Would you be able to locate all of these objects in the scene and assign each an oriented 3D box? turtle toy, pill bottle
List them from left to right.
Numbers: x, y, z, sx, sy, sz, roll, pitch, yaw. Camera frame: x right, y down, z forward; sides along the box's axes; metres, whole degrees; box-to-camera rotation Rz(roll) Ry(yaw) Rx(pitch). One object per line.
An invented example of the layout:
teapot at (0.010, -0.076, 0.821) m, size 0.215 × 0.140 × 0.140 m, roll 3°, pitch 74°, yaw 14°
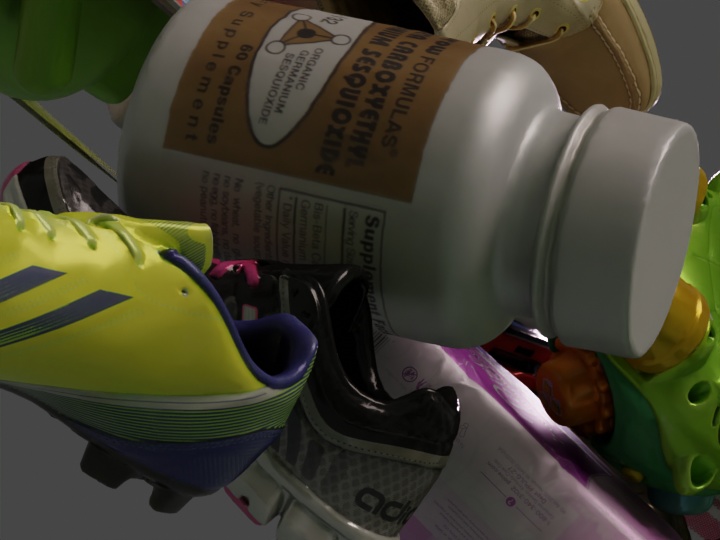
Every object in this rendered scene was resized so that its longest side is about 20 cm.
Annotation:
pill bottle at (0.020, -0.032, 0.994) m, size 0.200 × 0.115 × 0.114 m, roll 13°, pitch -2°, yaw 19°
turtle toy at (0.130, 0.019, 1.109) m, size 0.146 × 0.101 × 0.200 m, roll 41°, pitch 35°, yaw -30°

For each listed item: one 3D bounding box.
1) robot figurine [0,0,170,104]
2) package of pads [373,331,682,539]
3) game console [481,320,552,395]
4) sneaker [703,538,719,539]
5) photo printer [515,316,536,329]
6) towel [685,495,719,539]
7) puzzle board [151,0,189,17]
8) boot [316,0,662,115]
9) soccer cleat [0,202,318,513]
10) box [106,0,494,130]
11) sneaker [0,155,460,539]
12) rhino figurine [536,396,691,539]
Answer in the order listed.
robot figurine at (-0.163, -0.150, 1.154) m, size 0.175 × 0.116 × 0.200 m, roll 40°, pitch 5°, yaw 42°
package of pads at (0.045, 0.081, 1.088) m, size 0.200 × 0.076 × 0.120 m, roll 44°, pitch 5°, yaw 13°
game console at (0.000, 0.000, 1.285) m, size 0.177 × 0.031 × 0.200 m, roll 33°, pitch 7°, yaw 35°
sneaker at (0.194, 0.147, 1.150) m, size 0.199 × 0.114 × 0.076 m, roll 170°, pitch -91°, yaw -73°
photo printer at (0.032, -0.033, 1.237) m, size 0.200 × 0.070 × 0.166 m, roll 23°, pitch 4°, yaw -30°
towel at (0.163, 0.107, 1.308) m, size 0.146 × 0.200 × 0.030 m, roll 42°, pitch 50°, yaw -1°
puzzle board at (-0.095, -0.190, 1.168) m, size 0.151 × 0.017 × 0.200 m, roll 39°, pitch 30°, yaw -57°
boot at (0.062, -0.119, 1.283) m, size 0.200 × 0.073 × 0.156 m, roll 55°, pitch 40°, yaw -21°
soccer cleat at (-0.089, 0.005, 0.777) m, size 0.200 × 0.084 × 0.065 m, roll 35°, pitch 11°, yaw -46°
box at (-0.028, -0.127, 1.409) m, size 0.128 × 0.200 × 0.109 m, roll 40°, pitch 8°, yaw -21°
sneaker at (-0.041, 0.018, 0.940) m, size 0.200 × 0.087 × 0.074 m, roll 44°, pitch 7°, yaw 14°
rhino figurine at (0.129, 0.132, 1.283) m, size 0.200 × 0.060 × 0.087 m, roll 40°, pitch 7°, yaw 4°
